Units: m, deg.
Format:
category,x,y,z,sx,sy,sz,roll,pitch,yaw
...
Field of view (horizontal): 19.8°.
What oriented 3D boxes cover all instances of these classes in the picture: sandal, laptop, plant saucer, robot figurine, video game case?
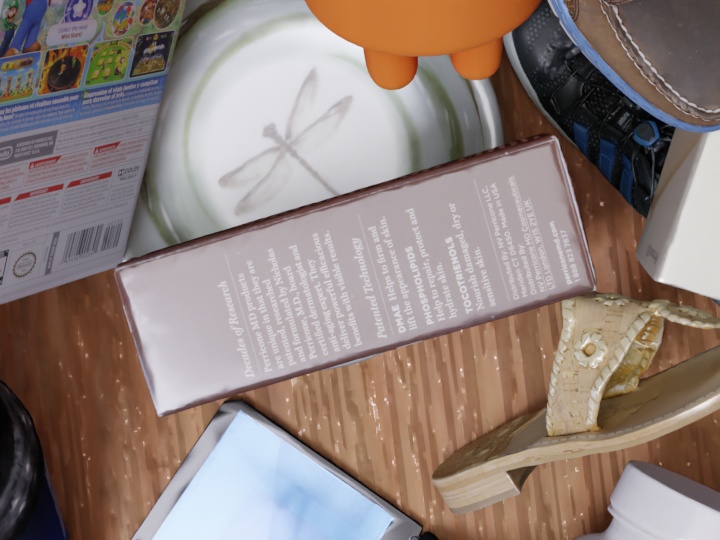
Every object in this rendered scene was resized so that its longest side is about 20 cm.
category,x,y,z,sx,sy,sz,roll,pitch,yaw
sandal,0.102,0.044,0.937,0.211,0.078,0.070,-29,97,36
laptop,-0.035,0.192,0.973,0.103,0.200,0.178,30,98,-36
plant saucer,-0.030,-0.054,0.986,0.199,0.050,0.202,0,94,4
robot figurine,0.023,-0.171,0.864,0.143,0.117,0.201,22,140,24
video game case,-0.125,-0.082,0.875,0.018,0.143,0.201,26,112,23

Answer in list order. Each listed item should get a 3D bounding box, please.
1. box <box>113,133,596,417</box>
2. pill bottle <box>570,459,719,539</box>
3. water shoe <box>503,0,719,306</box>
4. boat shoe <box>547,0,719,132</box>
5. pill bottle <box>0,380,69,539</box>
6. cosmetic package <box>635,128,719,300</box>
category,x,y,z,sx,sy,sz,roll,pitch,yaw
box,0.000,0.000,0.913,0.199,0.100,0.075,-15,93,4
pill bottle,0.124,0.197,0.961,0.112,0.113,0.201,24,94,2
water shoe,0.145,-0.062,0.961,0.071,0.079,0.200,-42,90,4
boat shoe,0.095,-0.136,0.767,0.072,0.072,0.201,-34,103,-1
pill bottle,-0.192,0.108,0.920,0.111,0.200,0.113,0,59,1
cosmetic package,0.182,-0.085,0.865,0.073,0.104,0.201,18,96,1
